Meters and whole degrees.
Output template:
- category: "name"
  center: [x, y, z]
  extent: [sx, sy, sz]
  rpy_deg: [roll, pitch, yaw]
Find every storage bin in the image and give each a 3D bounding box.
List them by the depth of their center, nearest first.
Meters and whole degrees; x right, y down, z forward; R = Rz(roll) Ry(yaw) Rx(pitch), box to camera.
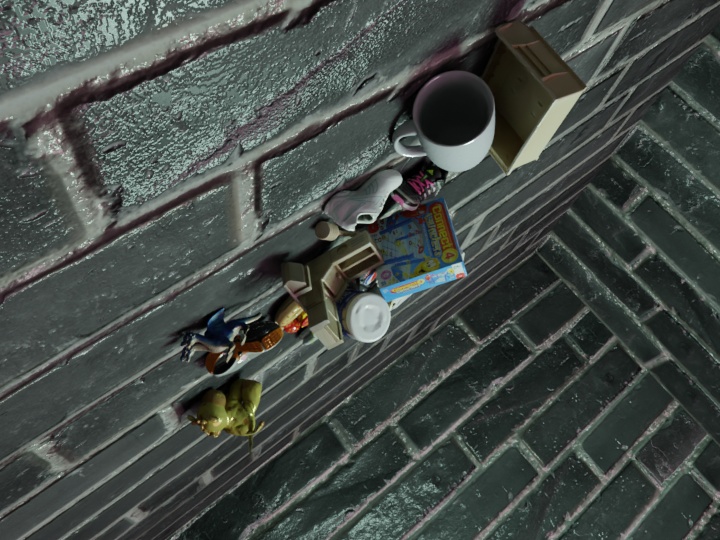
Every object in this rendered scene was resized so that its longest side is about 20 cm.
- category: "storage bin"
  center: [0.299, -0.335, 1.148]
  extent: [0.093, 0.200, 0.201]
  rpy_deg: [-23, 157, -25]

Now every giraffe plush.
- category: "giraffe plush"
  center: [-0.366, 0.379, 1.579]
  extent: [0.161, 0.202, 0.173]
  rpy_deg: [19, 128, -37]

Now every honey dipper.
- category: "honey dipper"
  center: [-0.041, -0.082, 1.308]
  extent: [0.038, 0.038, 0.199]
  rpy_deg: [-45, 165, 16]

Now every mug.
- category: "mug"
  center: [0.158, -0.263, 1.138]
  extent: [0.197, 0.150, 0.175]
  rpy_deg: [-10, 165, 11]

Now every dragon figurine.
- category: "dragon figurine"
  center: [-0.286, 0.120, 1.228]
  extent: [0.201, 0.099, 0.059]
  rpy_deg: [-53, 173, -40]

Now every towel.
- category: "towel"
  center: [-0.086, 0.144, 1.688]
  extent: [0.170, 0.048, 0.200]
  rpy_deg: [-35, 177, -21]

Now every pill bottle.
- category: "pill bottle"
  center: [-0.022, 0.101, 1.402]
  extent: [0.110, 0.112, 0.199]
  rpy_deg: [-34, -164, -22]

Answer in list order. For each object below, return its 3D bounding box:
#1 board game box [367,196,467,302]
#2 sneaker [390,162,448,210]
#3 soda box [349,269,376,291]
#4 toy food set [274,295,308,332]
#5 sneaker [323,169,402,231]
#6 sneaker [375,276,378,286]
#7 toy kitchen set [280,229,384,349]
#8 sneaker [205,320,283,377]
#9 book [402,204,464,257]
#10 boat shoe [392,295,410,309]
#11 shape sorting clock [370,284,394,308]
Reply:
- category: "board game box"
  center: [0.126, -0.051, 1.368]
  extent: [0.193, 0.202, 0.056]
  rpy_deg: [-19, 141, 11]
- category: "sneaker"
  center: [0.140, -0.200, 1.355]
  extent: [0.199, 0.074, 0.088]
  rpy_deg: [-29, 161, -51]
- category: "soda box"
  center: [0.000, 0.000, 1.545]
  extent: [0.063, 0.071, 0.200]
  rpy_deg: [-40, 164, -13]
- category: "toy food set"
  center: [-0.135, 0.089, 1.509]
  extent: [0.197, 0.049, 0.201]
  rpy_deg: [-35, 162, -22]
- category: "sneaker"
  center: [0.020, -0.140, 1.224]
  extent: [0.199, 0.080, 0.071]
  rpy_deg: [-33, 161, -29]
- category: "sneaker"
  center: [0.068, 0.002, 1.512]
  extent: [0.200, 0.074, 0.090]
  rpy_deg: [-58, 171, -80]
- category: "toy kitchen set"
  center: [-0.050, 0.013, 1.250]
  extent: [0.179, 0.201, 0.164]
  rpy_deg: [-28, 130, 12]
- category: "sneaker"
  center: [-0.278, 0.188, 1.421]
  extent: [0.198, 0.076, 0.092]
  rpy_deg: [-26, 167, -20]
- category: "book"
  center: [0.182, -0.090, 1.498]
  extent: [0.048, 0.201, 0.134]
  rpy_deg: [-38, 164, -4]
- category: "boat shoe"
  center: [0.119, 0.085, 2.043]
  extent: [0.069, 0.071, 0.200]
  rpy_deg: [-32, 168, -34]
- category: "shape sorting clock"
  center: [0.049, 0.064, 1.651]
  extent: [0.039, 0.202, 0.201]
  rpy_deg: [20, 126, -28]
